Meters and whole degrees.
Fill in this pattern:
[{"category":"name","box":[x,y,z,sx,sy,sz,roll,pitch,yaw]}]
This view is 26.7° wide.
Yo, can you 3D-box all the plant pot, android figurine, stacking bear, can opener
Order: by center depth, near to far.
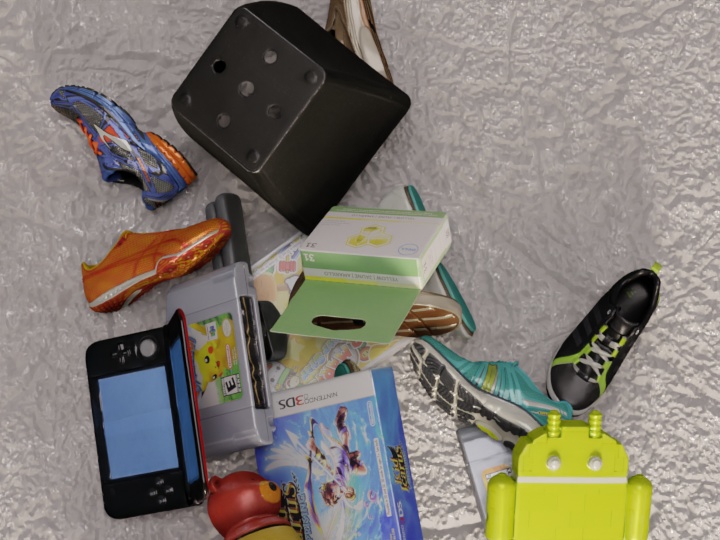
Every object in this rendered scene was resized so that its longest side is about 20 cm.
[{"category":"stacking bear","box":[-0.100,0.303,1.587,0.114,0.121,0.201,-39,61,30]},{"category":"android figurine","box":[0.221,0.245,1.615,0.180,0.041,0.202,3,100,-8]},{"category":"plant pot","box":[-0.094,-0.183,1.693,0.200,0.177,0.200,40,97,16]},{"category":"can opener","box":[-0.135,0.012,1.727,0.066,0.053,0.202,-3,72,-36]}]

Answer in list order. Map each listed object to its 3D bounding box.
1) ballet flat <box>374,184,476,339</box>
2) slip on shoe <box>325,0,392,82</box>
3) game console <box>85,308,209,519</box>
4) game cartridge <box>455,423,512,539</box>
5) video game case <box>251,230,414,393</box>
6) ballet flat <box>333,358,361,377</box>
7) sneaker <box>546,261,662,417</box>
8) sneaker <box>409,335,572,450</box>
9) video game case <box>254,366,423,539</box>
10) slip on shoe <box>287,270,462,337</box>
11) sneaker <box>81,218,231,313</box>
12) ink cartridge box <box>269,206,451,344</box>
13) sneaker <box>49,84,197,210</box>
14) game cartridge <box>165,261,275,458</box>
[{"category":"ballet flat","box":[0.069,-0.001,1.748,0.069,0.070,0.202,-21,73,-6]},{"category":"slip on shoe","box":[-0.016,-0.297,1.817,0.060,0.076,0.202,-19,78,11]},{"category":"game console","box":[-0.232,0.158,1.635,0.171,0.119,0.202,-12,79,16]},{"category":"game cartridge","box":[0.196,0.255,1.686,0.132,0.042,0.202,-16,75,-1]},{"category":"video game case","box":[-0.065,0.060,1.744,0.199,0.023,0.183,-36,78,-10]},{"category":"ballet flat","box":[0.004,0.202,1.689,0.075,0.068,0.202,6,81,-24]},{"category":"sneaker","box":[0.275,0.070,1.710,0.071,0.083,0.201,32,74,8]},{"category":"sneaker","box":[0.143,0.132,1.681,0.199,0.078,0.080,33,60,7]},{"category":"video game case","box":[-0.030,0.218,1.623,0.180,0.045,0.202,-17,79,37]},{"category":"slip on shoe","box":[0.017,0.032,1.698,0.198,0.076,0.061,-1,55,18]},{"category":"sneaker","box":[-0.236,-0.020,1.709,0.198,0.073,0.078,-23,76,18]},{"category":"ink cartridge box","box":[0.000,0.000,1.648,0.144,0.048,0.200,4,32,23]},{"category":"sneaker","box":[-0.288,-0.146,1.775,0.199,0.075,0.079,36,80,10]},{"category":"game cartridge","box":[-0.160,0.103,1.682,0.040,0.133,0.202,1,76,-44]}]
